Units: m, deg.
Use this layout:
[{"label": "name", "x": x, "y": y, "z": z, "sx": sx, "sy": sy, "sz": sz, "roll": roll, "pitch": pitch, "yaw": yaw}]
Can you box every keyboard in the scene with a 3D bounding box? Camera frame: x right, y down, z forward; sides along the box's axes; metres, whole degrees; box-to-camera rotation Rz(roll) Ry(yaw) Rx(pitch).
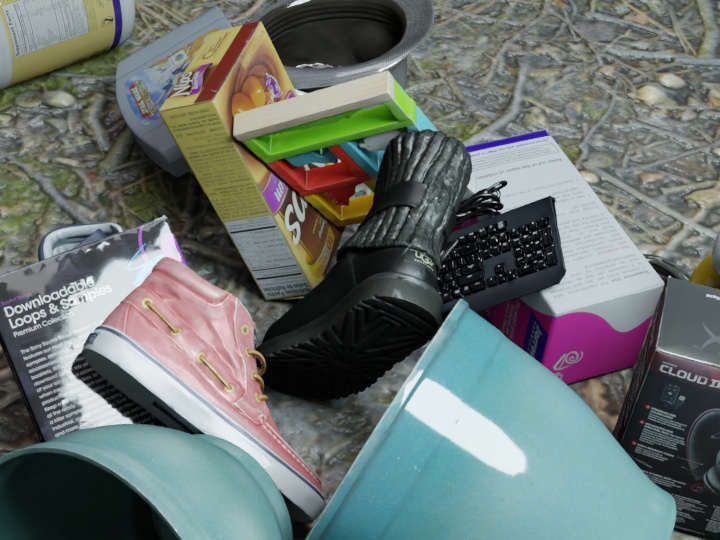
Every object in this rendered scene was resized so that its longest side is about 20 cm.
[{"label": "keyboard", "x": 0.060, "y": -0.011, "z": 0.907, "sx": 0.199, "sy": 0.040, "sz": 0.104, "roll": -21, "pitch": 56, "yaw": 25}]

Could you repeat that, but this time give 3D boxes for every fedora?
[{"label": "fedora", "x": -0.021, "y": -0.208, "z": 1.145, "sx": 0.199, "sy": 0.091, "sz": 0.177, "roll": -10, "pitch": 43, "yaw": 1}]

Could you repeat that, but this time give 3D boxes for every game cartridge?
[{"label": "game cartridge", "x": -0.159, "y": -0.169, "z": 1.062, "sx": 0.133, "sy": 0.042, "sz": 0.200, "roll": -28, "pitch": 41, "yaw": -4}]

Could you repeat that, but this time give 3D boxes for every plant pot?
[{"label": "plant pot", "x": -0.124, "y": 0.179, "z": 0.699, "sx": 0.200, "sy": 0.201, "sz": 0.134, "roll": 28, "pitch": 25, "yaw": 21}, {"label": "plant pot", "x": 0.088, "y": 0.153, "z": 0.736, "sx": 0.188, "sy": 0.200, "sz": 0.200, "roll": 33, "pitch": 50, "yaw": 6}]

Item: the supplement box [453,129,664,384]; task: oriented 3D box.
[{"label": "supplement box", "x": 0.152, "y": -0.012, "z": 0.959, "sx": 0.103, "sy": 0.101, "sz": 0.200, "roll": -14, "pitch": 48, "yaw": -18}]

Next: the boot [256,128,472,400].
[{"label": "boot", "x": 0.002, "y": 0.001, "z": 0.862, "sx": 0.079, "sy": 0.211, "sz": 0.158, "roll": 31, "pitch": 51, "yaw": -26}]

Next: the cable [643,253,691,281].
[{"label": "cable", "x": 0.318, "y": 0.047, "z": 0.975, "sx": 0.199, "sy": 0.050, "sz": 0.097, "roll": 12, "pitch": 61, "yaw": 24}]

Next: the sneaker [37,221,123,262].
[{"label": "sneaker", "x": -0.170, "y": 0.036, "z": 0.876, "sx": 0.200, "sy": 0.109, "sz": 0.070, "roll": 27, "pitch": 49, "yaw": 21}]

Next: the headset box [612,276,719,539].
[{"label": "headset box", "x": 0.260, "y": 0.100, "z": 0.787, "sx": 0.148, "sy": 0.200, "sz": 0.075, "roll": 14, "pitch": 46, "yaw": 10}]

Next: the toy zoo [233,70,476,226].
[{"label": "toy zoo", "x": 0.007, "y": -0.083, "z": 0.906, "sx": 0.131, "sy": 0.200, "sz": 0.021, "roll": -11, "pitch": 63, "yaw": 24}]

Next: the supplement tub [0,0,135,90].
[{"label": "supplement tub", "x": -0.342, "y": -0.263, "z": 1.135, "sx": 0.200, "sy": 0.146, "sz": 0.145, "roll": -28, "pitch": 53, "yaw": -28}]

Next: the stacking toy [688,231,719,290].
[{"label": "stacking toy", "x": 0.281, "y": 0.030, "z": 0.844, "sx": 0.146, "sy": 0.200, "sz": 0.147, "roll": -10, "pitch": 54, "yaw": 14}]

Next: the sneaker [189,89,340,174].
[{"label": "sneaker", "x": -0.099, "y": -0.135, "z": 1.073, "sx": 0.199, "sy": 0.081, "sz": 0.077, "roll": 2, "pitch": 45, "yaw": 5}]

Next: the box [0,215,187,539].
[{"label": "box", "x": -0.167, "y": 0.077, "z": 0.816, "sx": 0.143, "sy": 0.036, "sz": 0.201, "roll": -21, "pitch": 86, "yaw": -24}]

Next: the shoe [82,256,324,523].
[{"label": "shoe", "x": -0.087, "y": 0.081, "z": 0.788, "sx": 0.200, "sy": 0.071, "sz": 0.091, "roll": 41, "pitch": 64, "yaw": -9}]

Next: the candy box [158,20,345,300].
[{"label": "candy box", "x": -0.079, "y": -0.087, "z": 0.945, "sx": 0.056, "sy": 0.200, "sz": 0.117, "roll": -6, "pitch": 40, "yaw": 25}]
